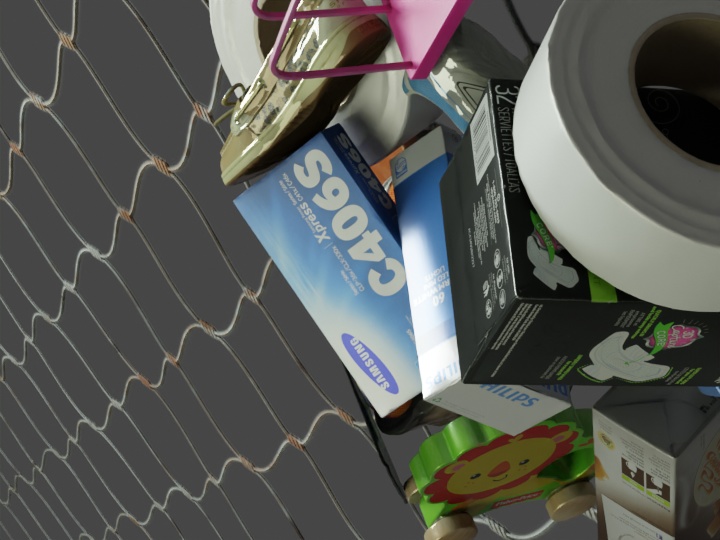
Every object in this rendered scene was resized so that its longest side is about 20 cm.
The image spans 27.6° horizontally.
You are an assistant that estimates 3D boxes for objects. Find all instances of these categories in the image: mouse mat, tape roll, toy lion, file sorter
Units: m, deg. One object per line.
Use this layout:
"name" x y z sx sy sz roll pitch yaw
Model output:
"mouse mat" 0.001 0.109 1.253 0.200 0.007 0.163 72 176 -70
"tape roll" -0.021 -0.182 1.125 0.201 0.071 0.205 26 134 30
"tape roll" 0.190 -0.082 0.827 0.202 0.202 0.071 45 152 13
"toy lion" 0.130 0.156 1.224 0.192 0.197 0.069 114 140 -52
"file sorter" -0.017 -0.242 0.944 0.139 0.124 0.202 123 134 -56

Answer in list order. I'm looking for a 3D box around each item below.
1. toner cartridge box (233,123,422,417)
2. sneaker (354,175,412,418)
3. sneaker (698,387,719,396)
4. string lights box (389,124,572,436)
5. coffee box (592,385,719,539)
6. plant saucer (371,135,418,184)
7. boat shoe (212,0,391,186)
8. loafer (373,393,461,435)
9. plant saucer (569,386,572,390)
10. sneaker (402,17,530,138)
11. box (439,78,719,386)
"toner cartridge box" 0.000 0.000 1.105 0.095 0.043 0.201 -35 90 25
"sneaker" 0.039 0.017 1.159 0.077 0.072 0.203 7 88 45
"sneaker" 0.281 0.027 0.966 0.078 0.070 0.199 58 147 -4
"string lights box" 0.085 0.006 1.059 0.059 0.202 0.102 -31 141 34
"coffee box" 0.242 0.156 1.124 0.079 0.114 0.202 30 145 36
"plant saucer" -0.012 -0.116 1.289 0.200 0.032 0.202 37 148 28
"boat shoe" -0.051 -0.135 1.074 0.063 0.073 0.200 53 131 8
"loafer" 0.082 0.085 1.187 0.200 0.062 0.073 -35 54 53
"plant saucer" 0.112 0.029 1.255 0.199 0.036 0.201 34 148 25
"sneaker" 0.118 -0.100 1.024 0.199 0.072 0.073 36 139 -2
"box" 0.163 -0.019 0.900 0.125 0.197 0.150 115 154 -60
